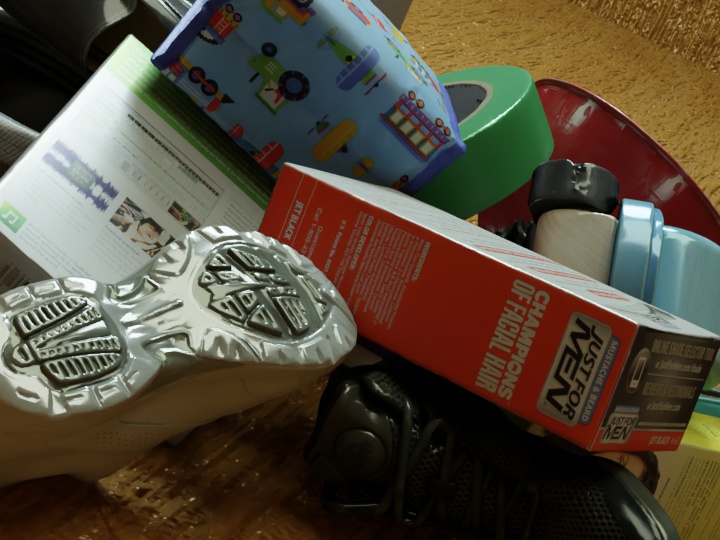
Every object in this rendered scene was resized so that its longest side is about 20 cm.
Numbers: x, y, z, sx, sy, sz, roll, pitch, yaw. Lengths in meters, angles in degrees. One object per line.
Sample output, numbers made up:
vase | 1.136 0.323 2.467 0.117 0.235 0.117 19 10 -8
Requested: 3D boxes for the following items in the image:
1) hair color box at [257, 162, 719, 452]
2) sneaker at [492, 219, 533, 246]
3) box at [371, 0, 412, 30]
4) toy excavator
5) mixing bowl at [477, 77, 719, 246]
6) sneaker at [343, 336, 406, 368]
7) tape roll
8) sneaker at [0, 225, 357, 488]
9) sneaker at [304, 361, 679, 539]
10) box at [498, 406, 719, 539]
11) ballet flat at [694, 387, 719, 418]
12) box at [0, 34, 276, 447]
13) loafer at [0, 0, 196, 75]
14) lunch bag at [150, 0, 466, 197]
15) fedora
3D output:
hair color box | 0.057 0.017 0.846 0.199 0.064 0.111 24 7 30
sneaker | 0.078 -0.007 1.138 0.198 0.115 0.076 27 16 17
box | -0.083 -0.234 1.434 0.198 0.201 0.172 14 22 -28
toy excavator | 0.180 0.039 0.982 0.198 0.101 0.195 11 -24 7
mixing bowl | 0.152 -0.023 1.225 0.200 0.108 0.200 45 -10 10
sneaker | 0.000 0.000 1.025 0.199 0.100 0.069 31 16 16
tape roll | 0.023 -0.070 1.144 0.199 0.048 0.201 -20 17 6
sneaker | -0.092 0.043 0.768 0.199 0.100 0.078 -9 59 -40
sneaker | 0.049 0.102 0.819 0.114 0.077 0.199 3 25 -47
box | 0.147 0.111 0.952 0.199 0.076 0.050 13 19 -31
ballet flat | 0.152 0.085 1.067 0.199 0.075 0.074 23 17 -16
box | -0.105 -0.022 0.897 0.144 0.036 0.200 42 34 -10
loafer | -0.143 -0.144 0.996 0.199 0.073 0.072 27 27 -11
lunch bag | -0.016 -0.128 1.013 0.151 0.094 0.200 44 24 -13
fedora | -0.198 -0.081 1.009 0.176 0.091 0.200 1 37 -47
